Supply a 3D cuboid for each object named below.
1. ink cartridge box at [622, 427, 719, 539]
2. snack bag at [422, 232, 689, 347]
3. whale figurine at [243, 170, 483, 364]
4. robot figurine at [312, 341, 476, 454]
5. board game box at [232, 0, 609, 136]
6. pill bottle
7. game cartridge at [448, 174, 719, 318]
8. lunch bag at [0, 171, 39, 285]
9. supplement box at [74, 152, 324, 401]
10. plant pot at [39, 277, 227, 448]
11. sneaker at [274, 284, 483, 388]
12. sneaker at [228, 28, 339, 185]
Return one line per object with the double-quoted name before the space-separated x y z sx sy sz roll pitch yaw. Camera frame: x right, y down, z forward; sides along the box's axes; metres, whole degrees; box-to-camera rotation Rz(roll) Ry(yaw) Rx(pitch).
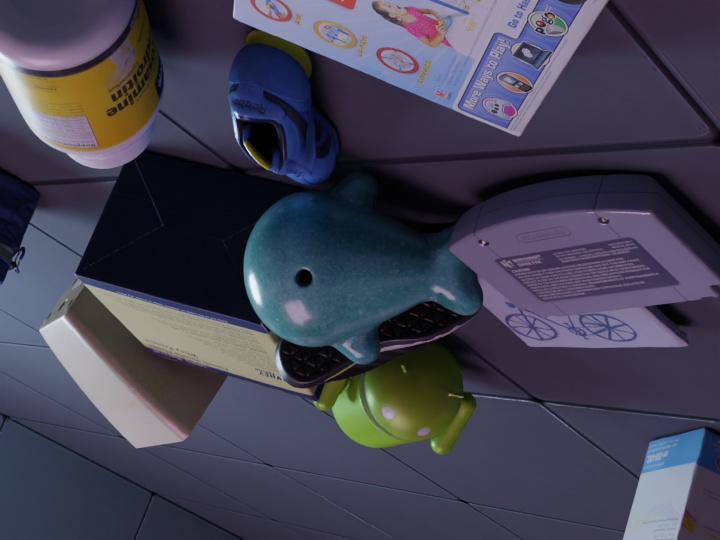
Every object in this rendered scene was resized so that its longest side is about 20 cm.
"ink cartridge box" 0.360 0.290 1.419 0.127 0.202 0.125 25 161 -11
"snack bag" 0.159 0.013 1.163 0.199 0.022 0.187 38 155 -32
"whale figurine" 0.000 0.000 1.094 0.197 0.162 0.104 2 -173 11
"robot figurine" 0.038 0.132 1.472 0.174 0.117 0.200 25 161 -16
"board game box" 0.032 -0.170 0.741 0.194 0.056 0.200 23 161 -2
"pill bottle" -0.201 -0.151 0.964 0.111 0.113 0.200 19 162 7
"game cartridge" 0.168 -0.017 1.014 0.199 0.042 0.133 -9 137 47
"lunch bag" -0.462 -0.054 1.491 0.199 0.134 0.135 30 160 -22
"supplement box" -0.128 0.008 1.286 0.198 0.136 0.200 14 160 20
"plant pot" -0.235 0.059 1.480 0.176 0.201 0.199 38 157 -15
"sneaker" 0.014 0.047 1.191 0.198 0.073 0.083 -21 167 7
"sneaker" -0.063 -0.100 1.012 0.065 0.079 0.200 15 162 12
